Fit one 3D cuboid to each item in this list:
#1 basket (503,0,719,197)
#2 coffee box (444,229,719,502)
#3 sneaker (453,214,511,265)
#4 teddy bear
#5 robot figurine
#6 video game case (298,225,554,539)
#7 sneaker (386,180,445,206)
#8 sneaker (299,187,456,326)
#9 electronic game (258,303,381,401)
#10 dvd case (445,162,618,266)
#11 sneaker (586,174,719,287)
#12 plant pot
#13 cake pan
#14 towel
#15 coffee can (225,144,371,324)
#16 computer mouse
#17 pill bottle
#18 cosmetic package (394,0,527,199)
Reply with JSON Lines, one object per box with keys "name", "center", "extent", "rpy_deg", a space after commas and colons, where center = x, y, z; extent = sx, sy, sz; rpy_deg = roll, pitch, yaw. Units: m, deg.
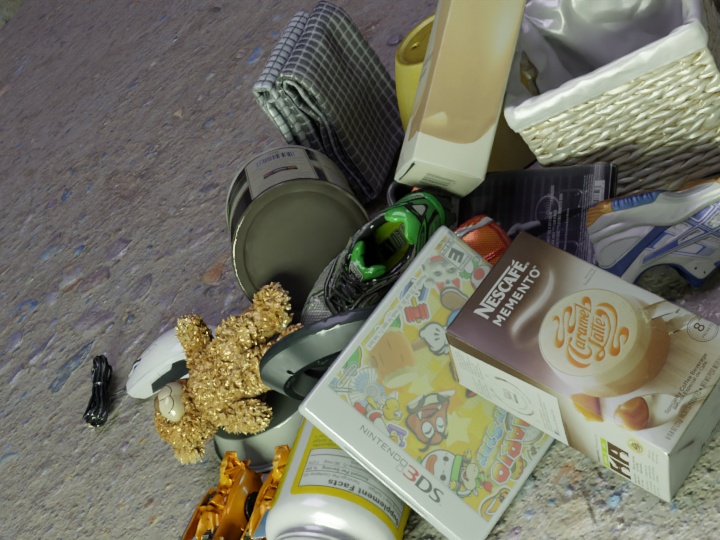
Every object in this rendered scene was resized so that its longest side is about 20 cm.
{"name": "basket", "center": [0.256, -0.183, 1.331], "extent": [0.199, 0.161, 0.199], "rpy_deg": [-25, 32, 24]}
{"name": "coffee box", "center": [0.178, 0.070, 1.075], "extent": [0.199, 0.080, 0.115], "rpy_deg": [27, 66, 29]}
{"name": "sneaker", "center": [0.073, 0.035, 1.302], "extent": [0.073, 0.077, 0.200], "rpy_deg": [-25, -18, -47]}
{"name": "teddy bear", "center": [-0.130, 0.099, 1.359], "extent": [0.199, 0.067, 0.146], "rpy_deg": [-22, 77, 23]}
{"name": "robot figurine", "center": [-0.118, 0.252, 1.256], "extent": [0.144, 0.058, 0.201], "rpy_deg": [-13, 38, 39]}
{"name": "video game case", "center": [0.078, 0.094, 1.145], "extent": [0.200, 0.182, 0.023], "rpy_deg": [-51, 2, -21]}
{"name": "sneaker", "center": [0.091, -0.047, 1.414], "extent": [0.074, 0.080, 0.199], "rpy_deg": [-47, 32, -18]}
{"name": "sneaker", "center": [0.000, 0.000, 1.322], "extent": [0.200, 0.078, 0.085], "rpy_deg": [-51, -18, 27]}
{"name": "electronic game", "center": [0.007, 0.071, 1.251], "extent": [0.199, 0.200, 0.042], "rpy_deg": [-24, 67, 25]}
{"name": "dvd case", "center": [0.149, -0.018, 1.291], "extent": [0.199, 0.016, 0.150], "rpy_deg": [0, 83, 47]}
{"name": "sneaker", "center": [0.294, -0.034, 1.190], "extent": [0.198, 0.089, 0.075], "rpy_deg": [-13, 1, 7]}
{"name": "plant pot", "center": [0.116, -0.203, 1.533], "extent": [0.199, 0.142, 0.201], "rpy_deg": [-29, 31, 19]}
{"name": "cake pan", "center": [-0.078, 0.114, 1.423], "extent": [0.199, 0.037, 0.201], "rpy_deg": [-29, 31, 19]}
{"name": "towel", "center": [-0.023, -0.188, 1.612], "extent": [0.085, 0.200, 0.166], "rpy_deg": [-20, 33, 31]}
{"name": "coffee can", "center": [-0.066, -0.043, 1.473], "extent": [0.146, 0.147, 0.200], "rpy_deg": [-37, 16, 3]}
{"name": "computer mouse", "center": [-0.240, 0.106, 1.609], "extent": [0.199, 0.044, 0.110], "rpy_deg": [-27, 31, 21]}
{"name": "pill bottle", "center": [-0.014, 0.190, 1.170], "extent": [0.114, 0.115, 0.201], "rpy_deg": [-17, 36, 33]}
{"name": "cosmetic package", "center": [0.094, -0.178, 1.306], "extent": [0.105, 0.070, 0.202], "rpy_deg": [135, 150, -77]}
